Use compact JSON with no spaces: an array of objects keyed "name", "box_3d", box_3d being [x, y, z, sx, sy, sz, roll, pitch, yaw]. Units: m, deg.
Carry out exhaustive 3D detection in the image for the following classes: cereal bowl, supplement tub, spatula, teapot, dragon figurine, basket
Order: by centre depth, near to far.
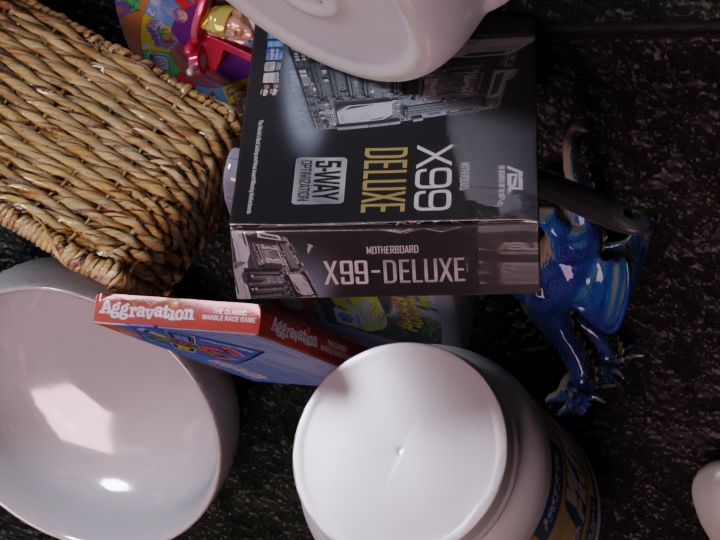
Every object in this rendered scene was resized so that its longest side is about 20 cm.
[{"name":"teapot","box_3d":[-0.001,-0.206,1.552,0.200,0.146,0.197,43,159,-29]},{"name":"spatula","box_3d":[0.073,-0.051,1.618,0.200,0.056,0.021,19,123,35]},{"name":"dragon figurine","box_3d":[0.130,-0.004,1.678,0.099,0.059,0.200,27,130,6]},{"name":"supplement tub","box_3d":[0.049,0.124,1.696,0.144,0.145,0.200,9,167,19]},{"name":"basket","box_3d":[-0.190,-0.049,1.722,0.200,0.149,0.143,29,145,7]},{"name":"cereal bowl","box_3d":[-0.162,0.072,1.851,0.200,0.083,0.200,12,126,16]}]

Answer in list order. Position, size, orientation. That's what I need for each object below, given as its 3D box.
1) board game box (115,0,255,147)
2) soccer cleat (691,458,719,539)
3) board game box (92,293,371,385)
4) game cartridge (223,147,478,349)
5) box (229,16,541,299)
[{"name":"board game box","box_3d":[-0.055,-0.131,1.687,0.200,0.039,0.158,-16,115,33]},{"name":"soccer cleat","box_3d":[0.265,0.195,1.736,0.200,0.086,0.070,46,129,-9]},{"name":"board game box","box_3d":[-0.058,0.042,1.683,0.103,0.200,0.020,2,80,25]},{"name":"game cartridge","box_3d":[0.000,0.000,1.702,0.133,0.041,0.200,11,155,14]},{"name":"box","box_3d":[0.016,-0.062,1.576,0.157,0.200,0.050,-1,126,4]}]
